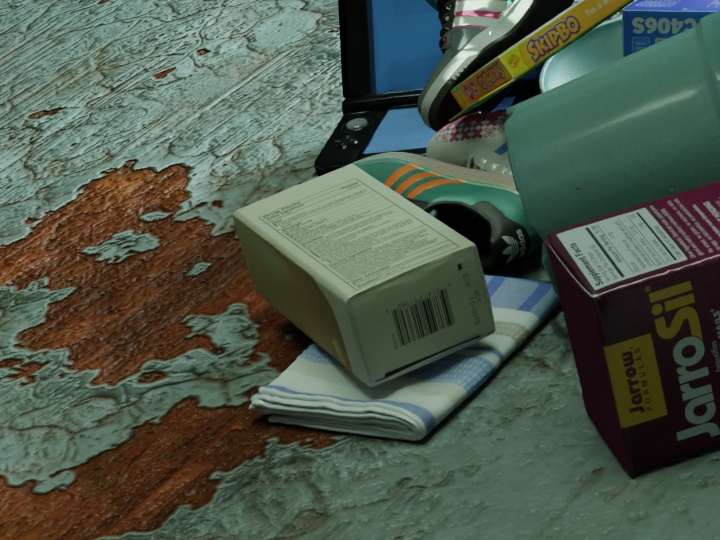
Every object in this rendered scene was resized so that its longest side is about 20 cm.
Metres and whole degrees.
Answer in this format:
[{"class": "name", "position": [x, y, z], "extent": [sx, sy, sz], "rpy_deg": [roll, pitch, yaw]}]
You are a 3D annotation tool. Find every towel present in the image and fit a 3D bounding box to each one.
[{"class": "towel", "position": [0.034, 0.053, 1.718], "extent": [0.147, 0.024, 0.200], "rpy_deg": [6, 32, 36]}]

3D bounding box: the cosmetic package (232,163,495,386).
[{"class": "cosmetic package", "position": [0.000, 0.000, 1.732], "extent": [0.105, 0.071, 0.200], "rpy_deg": [-22, 26, -16]}]

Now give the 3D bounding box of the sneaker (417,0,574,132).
[{"class": "sneaker", "position": [0.078, -0.204, 2.000], "extent": [0.121, 0.084, 0.200], "rpy_deg": [26, 63, 28]}]

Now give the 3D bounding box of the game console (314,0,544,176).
[{"class": "game console", "position": [0.064, -0.167, 2.047], "extent": [0.200, 0.117, 0.176], "rpy_deg": [-5, 26, 20]}]

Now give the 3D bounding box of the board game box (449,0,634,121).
[{"class": "board game box", "position": [0.152, -0.181, 1.904], "extent": [0.200, 0.030, 0.096], "rpy_deg": [-38, 3, -24]}]

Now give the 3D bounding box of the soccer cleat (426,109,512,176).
[{"class": "soccer cleat", "position": [0.121, -0.074, 1.881], "extent": [0.200, 0.070, 0.086], "rpy_deg": [2, 41, 38]}]

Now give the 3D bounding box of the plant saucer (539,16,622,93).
[{"class": "plant saucer", "position": [0.242, -0.143, 1.969], "extent": [0.200, 0.036, 0.200], "rpy_deg": [-7, 33, 4]}]

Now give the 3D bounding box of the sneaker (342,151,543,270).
[{"class": "sneaker", "position": [0.042, -0.039, 1.846], "extent": [0.200, 0.072, 0.080], "rpy_deg": [6, 28, 34]}]

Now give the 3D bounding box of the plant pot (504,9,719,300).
[{"class": "plant pot", "position": [0.212, -0.070, 1.699], "extent": [0.196, 0.200, 0.200], "rpy_deg": [-18, 24, 11]}]

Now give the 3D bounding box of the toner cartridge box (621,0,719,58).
[{"class": "toner cartridge box", "position": [0.266, -0.191, 1.904], "extent": [0.095, 0.043, 0.200], "rpy_deg": [2, 14, 18]}]

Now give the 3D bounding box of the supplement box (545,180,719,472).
[{"class": "supplement box", "position": [0.232, 0.022, 1.547], "extent": [0.200, 0.131, 0.103], "rpy_deg": [-18, 25, -5]}]
